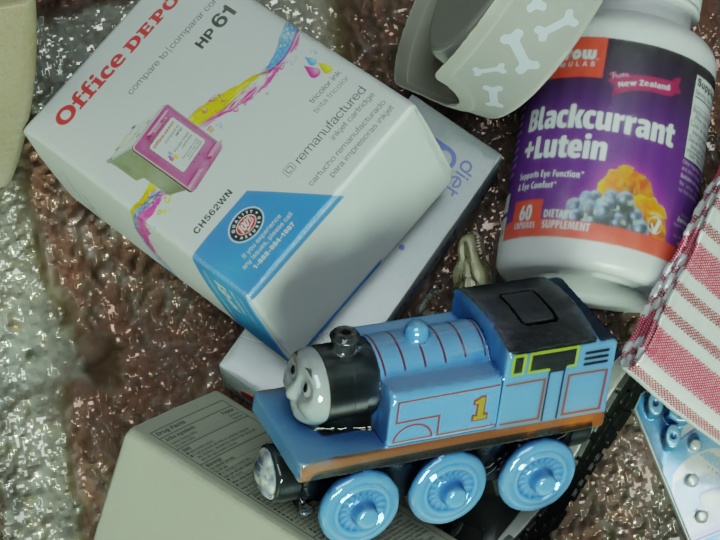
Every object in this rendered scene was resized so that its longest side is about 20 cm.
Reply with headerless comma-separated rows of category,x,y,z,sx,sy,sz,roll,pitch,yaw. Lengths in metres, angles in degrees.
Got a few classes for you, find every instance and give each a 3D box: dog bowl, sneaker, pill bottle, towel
dog bowl,0.095,-0.177,1.254,0.058,0.200,0.201,27,78,-14
sneaker,0.078,0.117,1.259,0.087,0.076,0.200,30,75,20
pill bottle,0.148,-0.085,1.273,0.111,0.111,0.201,10,78,1
towel,0.236,0.008,1.243,0.146,0.030,0.201,36,74,-27

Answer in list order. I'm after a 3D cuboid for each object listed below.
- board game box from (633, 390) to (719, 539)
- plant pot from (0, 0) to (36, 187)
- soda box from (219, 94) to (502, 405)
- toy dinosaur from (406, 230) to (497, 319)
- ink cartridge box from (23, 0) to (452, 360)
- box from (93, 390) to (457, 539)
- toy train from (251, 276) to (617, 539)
board game box,0.288,0.130,1.275,0.199,0.026,0.201,-20,79,-6
plant pot,-0.287,-0.155,1.202,0.199,0.177,0.201,-15,74,-32
soda box,0.000,0.000,1.275,0.068,0.063,0.200,35,79,6
toy dinosaur,0.021,0.064,1.235,0.047,0.088,0.200,33,87,21
ink cartridge box,-0.072,-0.067,1.238,0.200,0.085,0.145,35,78,33
box,-0.038,0.154,1.190,0.199,0.095,0.078,30,116,23
toy train,0.039,0.072,1.156,0.199,0.087,0.115,-8,122,-22
